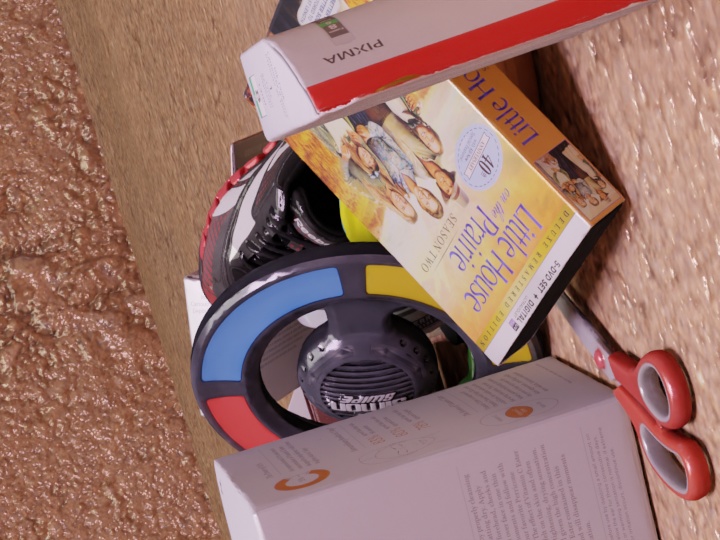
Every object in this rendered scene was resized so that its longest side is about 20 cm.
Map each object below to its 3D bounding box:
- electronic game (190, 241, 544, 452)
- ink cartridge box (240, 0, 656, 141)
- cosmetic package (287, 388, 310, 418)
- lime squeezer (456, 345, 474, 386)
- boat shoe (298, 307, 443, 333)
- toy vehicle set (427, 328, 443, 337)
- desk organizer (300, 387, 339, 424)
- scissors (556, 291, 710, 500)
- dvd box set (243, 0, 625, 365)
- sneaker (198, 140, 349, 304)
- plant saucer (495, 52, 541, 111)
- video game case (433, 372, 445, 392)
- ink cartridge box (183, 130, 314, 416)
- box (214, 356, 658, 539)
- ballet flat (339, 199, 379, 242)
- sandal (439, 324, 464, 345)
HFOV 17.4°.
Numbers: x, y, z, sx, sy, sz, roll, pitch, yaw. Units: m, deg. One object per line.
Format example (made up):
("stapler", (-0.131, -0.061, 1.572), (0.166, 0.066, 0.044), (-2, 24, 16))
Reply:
("electronic game", (0.004, 0.056, 1.317), (0.201, 0.199, 0.042), (86, -178, -47))
("ink cartridge box", (0.042, -0.105, 0.977), (0.200, 0.160, 0.050), (167, 83, -79))
("cosmetic package", (-0.032, 0.143, 1.706), (0.083, 0.050, 0.201), (80, -157, -52))
("lime squeezer", (0.069, 0.082, 1.435), (0.201, 0.038, 0.071), (83, 163, -49))
("boat shoe", (0.000, 0.000, 1.439), (0.057, 0.068, 0.200), (65, 163, -14))
("toy vehicle set", (0.012, -0.067, 1.535), (0.124, 0.026, 0.201), (-125, 21, -59))
("desk organizer", (0.018, 0.149, 1.607), (0.200, 0.071, 0.077), (75, 177, -55))
("scissors", (0.126, 0.055, 1.169), (0.200, 0.014, 0.074), (-140, 34, -69))
("dvd box set", (0.031, -0.062, 1.166), (0.200, 0.029, 0.146), (47, 149, 11))
("sneaker", (-0.038, -0.033, 1.380), (0.201, 0.071, 0.098), (-52, 24, 33))
("plant saucer", (0.052, -0.113, 1.246), (0.200, 0.037, 0.201), (164, 90, -80))
("video game case", (0.053, 0.117, 1.488), (0.200, 0.018, 0.144), (18, -125, -85))
("ink cartridge box", (-0.055, -0.013, 1.563), (0.200, 0.044, 0.177), (-29, -64, -64))
("box", (0.037, 0.127, 1.229), (0.124, 0.199, 0.098), (-150, 45, -75))
("ballet flat", (0.012, -0.088, 1.256), (0.067, 0.067, 0.201), (29, 140, 45))
("sandal", (0.030, -0.041, 1.431), (0.075, 0.045, 0.201), (-128, 24, -63))
